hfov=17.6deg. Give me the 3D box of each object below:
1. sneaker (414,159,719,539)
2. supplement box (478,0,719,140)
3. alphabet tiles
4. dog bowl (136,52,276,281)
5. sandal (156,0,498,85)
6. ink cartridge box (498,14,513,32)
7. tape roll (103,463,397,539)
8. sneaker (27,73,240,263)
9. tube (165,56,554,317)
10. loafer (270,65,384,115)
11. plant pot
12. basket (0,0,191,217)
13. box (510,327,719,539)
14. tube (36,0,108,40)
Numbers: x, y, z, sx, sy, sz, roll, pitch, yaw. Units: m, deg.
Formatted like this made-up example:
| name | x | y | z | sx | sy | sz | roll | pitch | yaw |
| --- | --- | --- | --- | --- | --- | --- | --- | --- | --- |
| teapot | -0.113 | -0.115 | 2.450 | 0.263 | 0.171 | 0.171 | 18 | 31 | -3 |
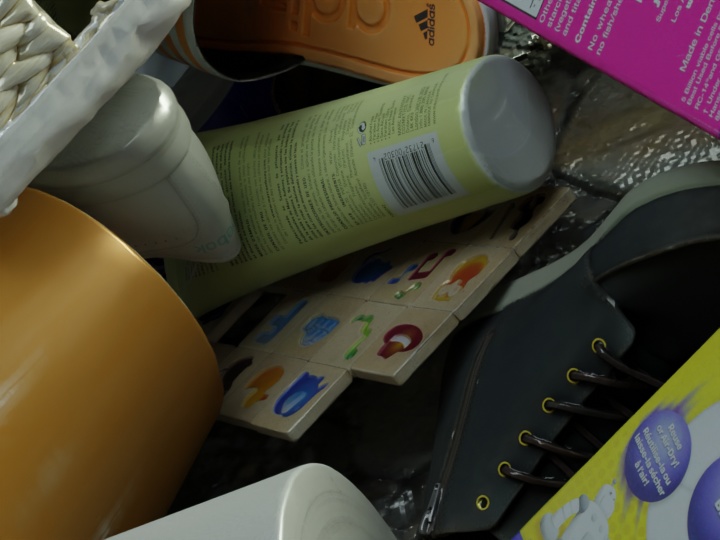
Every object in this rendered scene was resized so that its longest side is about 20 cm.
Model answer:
| name | x | y | z | sx | sy | sz | roll | pitch | yaw |
| --- | --- | --- | --- | --- | --- | --- | --- | --- | --- |
| sneaker | 0.092 | 0.043 | 0.786 | 0.200 | 0.075 | 0.107 | -36 | 31 | 53 |
| supplement box | 0.131 | -0.102 | 0.782 | 0.104 | 0.101 | 0.200 | -67 | 29 | 12 |
| alphabet tiles | 0.000 | 0.000 | 0.919 | 0.167 | 0.008 | 0.200 | -46 | 22 | -18 |
| dog bowl | -0.131 | -0.072 | 1.073 | 0.199 | 0.079 | 0.201 | -18 | 41 | 16 |
| sandal | -0.038 | -0.113 | 0.923 | 0.206 | 0.080 | 0.059 | 15 | 22 | 40 |
| ink cartridge box | -0.011 | -0.199 | 1.078 | 0.200 | 0.146 | 0.084 | 13 | 56 | 41 |
| tape roll | -0.041 | 0.171 | 0.663 | 0.139 | 0.203 | 0.203 | -22 | 40 | 11 |
| sneaker | -0.131 | -0.028 | 0.936 | 0.200 | 0.089 | 0.075 | 7 | 54 | 44 |
| tube | -0.014 | -0.035 | 0.902 | 0.200 | 0.052 | 0.058 | -16 | 41 | 43 |
| loafer | 0.013 | -0.130 | 0.960 | 0.073 | 0.071 | 0.200 | 46 | 120 | 24 |
| plant pot | -0.153 | 0.074 | 0.844 | 0.200 | 0.201 | 0.183 | 13 | 51 | 40 |
| basket | -0.167 | -0.138 | 0.865 | 0.198 | 0.161 | 0.200 | -52 | 26 | -22 |
| box | 0.134 | 0.071 | 0.700 | 0.200 | 0.048 | 0.118 | -48 | 40 | 25 |
| tube | -0.129 | -0.129 | 1.030 | 0.052 | 0.058 | 0.200 | -17 | 40 | 10 |
